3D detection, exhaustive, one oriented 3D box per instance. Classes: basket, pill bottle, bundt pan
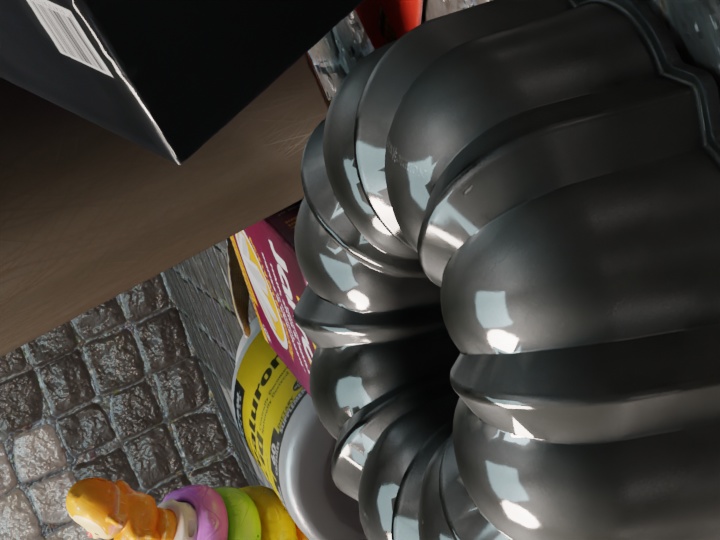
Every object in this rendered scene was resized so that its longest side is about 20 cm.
[{"bbox_3d":[-0.114,-0.052,0.727,0.180,0.198,0.137,84,163,-87],"label":"basket"},{"bbox_3d":[-0.011,0.077,0.964,0.200,0.110,0.112,-141,29,-71],"label":"pill bottle"},{"bbox_3d":[0.037,0.017,0.513,0.202,0.075,0.204,171,90,-67],"label":"bundt pan"}]

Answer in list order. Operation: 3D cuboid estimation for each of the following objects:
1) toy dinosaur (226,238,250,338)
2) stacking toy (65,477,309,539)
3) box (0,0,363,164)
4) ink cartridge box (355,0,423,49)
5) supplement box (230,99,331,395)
[{"bbox_3d":[-0.060,-0.035,0.978,0.101,0.058,0.202,39,-135,-52],"label":"toy dinosaur"},{"bbox_3d":[-0.080,0.157,0.965,0.199,0.111,0.116,26,178,-36],"label":"stacking toy"},{"bbox_3d":[-0.082,-0.132,0.615,0.199,0.141,0.079,27,157,47],"label":"box"},{"bbox_3d":[-0.028,-0.172,0.704,0.200,0.043,0.175,91,156,-67],"label":"ink cartridge box"},{"bbox_3d":[0.000,0.000,0.805,0.200,0.085,0.111,-137,26,-67],"label":"supplement box"}]
